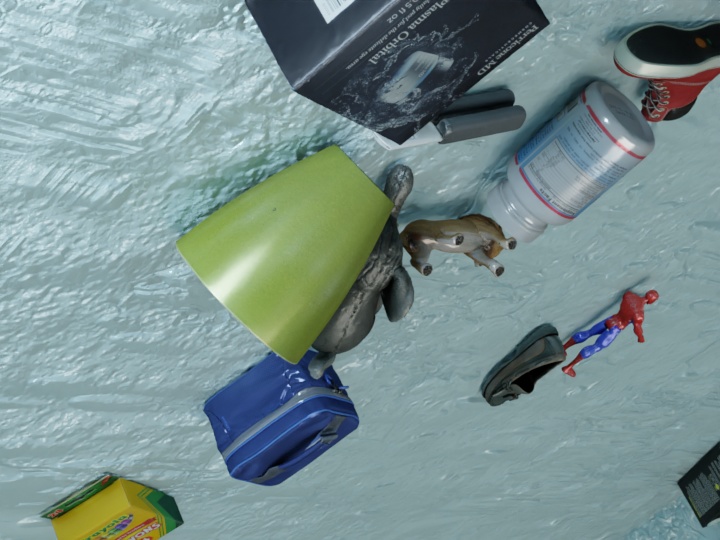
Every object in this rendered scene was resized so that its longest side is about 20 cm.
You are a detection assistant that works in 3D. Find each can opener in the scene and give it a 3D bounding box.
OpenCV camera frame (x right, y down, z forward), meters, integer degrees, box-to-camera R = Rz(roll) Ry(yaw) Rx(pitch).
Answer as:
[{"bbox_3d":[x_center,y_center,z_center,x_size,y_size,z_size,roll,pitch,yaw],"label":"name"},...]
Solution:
[{"bbox_3d":[0.098,-0.170,1.611,0.199,0.053,0.067,-10,148,-32],"label":"can opener"}]

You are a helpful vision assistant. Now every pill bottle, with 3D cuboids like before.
[{"bbox_3d":[0.249,-0.126,1.770,0.108,0.109,0.200,7,138,-49],"label":"pill bottle"}]

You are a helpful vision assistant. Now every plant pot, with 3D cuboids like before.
[{"bbox_3d":[-0.066,-0.035,1.593,0.200,0.187,0.187,-45,152,3],"label":"plant pot"}]

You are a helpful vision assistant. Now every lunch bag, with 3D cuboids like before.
[{"bbox_3d":[-0.098,0.204,2.005,0.200,0.133,0.136,-37,152,19],"label":"lunch bag"}]

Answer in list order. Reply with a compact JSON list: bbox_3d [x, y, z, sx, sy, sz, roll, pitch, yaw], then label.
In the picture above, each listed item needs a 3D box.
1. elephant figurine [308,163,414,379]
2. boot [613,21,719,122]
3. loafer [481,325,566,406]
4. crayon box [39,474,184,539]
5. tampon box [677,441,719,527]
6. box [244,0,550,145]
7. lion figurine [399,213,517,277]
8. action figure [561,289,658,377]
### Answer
[{"bbox_3d":[0.000,0.000,1.714,0.141,0.156,0.200,-25,168,-42],"label":"elephant figurine"},{"bbox_3d":[0.351,-0.222,1.741,0.199,0.073,0.144,-10,150,-38],"label":"boot"},{"bbox_3d":[0.261,0.169,2.355,0.072,0.063,0.200,-6,147,-35],"label":"loafer"},{"bbox_3d":[-0.361,0.364,2.139,0.127,0.051,0.200,-32,153,10],"label":"crayon box"},{"bbox_3d":[0.868,0.486,3.411,0.149,0.127,0.200,-10,149,-30],"label":"tampon box"},{"bbox_3d":[0.038,-0.240,1.362,0.196,0.118,0.200,-38,153,20],"label":"box"},{"bbox_3d":[0.111,-0.039,1.818,0.199,0.122,0.073,10,107,-36],"label":"lion figurine"},{"bbox_3d":[0.418,0.097,2.374,0.099,0.065,0.200,15,133,-43],"label":"action figure"}]
